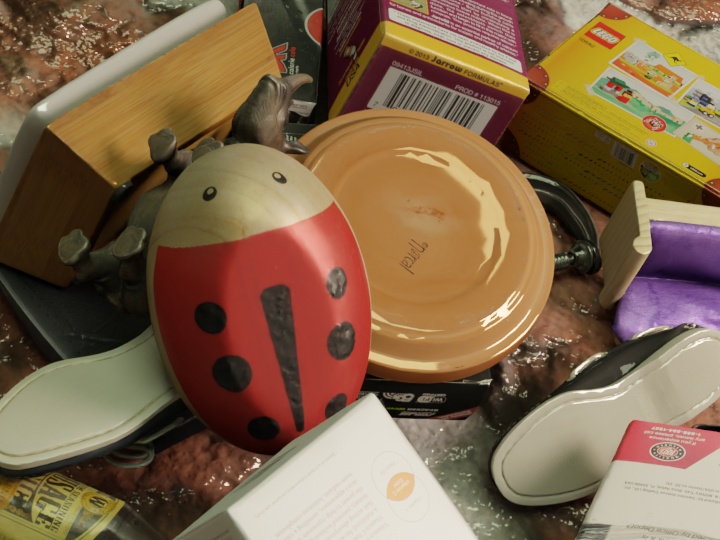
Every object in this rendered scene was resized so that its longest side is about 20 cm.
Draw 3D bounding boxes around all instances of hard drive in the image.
[{"bbox_3d":[-0.156,0.036,1.219,0.135,0.042,0.200,-26,57,-33],"label":"hard drive"}]

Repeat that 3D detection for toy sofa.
[{"bbox_3d":[0.281,0.004,1.309,0.199,0.083,0.098,6,58,-11],"label":"toy sofa"}]

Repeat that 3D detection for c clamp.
[{"bbox_3d":[0.103,-0.011,1.344,0.199,0.027,0.171,-17,46,-28],"label":"c clamp"}]

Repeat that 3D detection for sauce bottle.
[{"bbox_3d":[-0.171,0.161,1.077,0.199,0.066,0.066,21,45,6],"label":"sauce bottle"}]

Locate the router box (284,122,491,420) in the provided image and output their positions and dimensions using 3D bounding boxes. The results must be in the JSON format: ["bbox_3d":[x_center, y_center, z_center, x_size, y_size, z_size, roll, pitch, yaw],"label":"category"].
[{"bbox_3d":[0.000,0.000,1.198,0.149,0.062,0.201,4,60,-14],"label":"router box"}]

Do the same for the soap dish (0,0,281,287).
[{"bbox_3d":[-0.150,-0.084,1.206,0.081,0.157,0.200,46,51,7],"label":"soap dish"}]

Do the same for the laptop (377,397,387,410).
[{"bbox_3d":[0.022,0.208,1.048,0.103,0.201,0.177,1,29,44],"label":"laptop"}]

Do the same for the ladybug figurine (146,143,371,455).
[{"bbox_3d":[-0.054,0.026,1.056,0.135,0.201,0.072,-18,18,-12],"label":"ladybug figurine"}]

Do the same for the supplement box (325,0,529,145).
[{"bbox_3d":[0.048,-0.186,1.417,0.130,0.103,0.201,19,39,-18],"label":"supplement box"}]

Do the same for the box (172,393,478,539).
[{"bbox_3d":[0.003,0.192,0.976,0.124,0.097,0.200,-35,89,-39],"label":"box"}]

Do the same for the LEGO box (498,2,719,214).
[{"bbox_3d":[0.237,-0.113,1.436,0.200,0.077,0.149,34,48,19],"label":"LEGO box"}]

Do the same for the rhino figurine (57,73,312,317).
[{"bbox_3d":[-0.098,-0.053,1.118,0.060,0.088,0.200,33,74,30],"label":"rhino figurine"}]

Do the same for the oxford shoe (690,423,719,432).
[{"bbox_3d":[0.304,0.142,1.203,0.199,0.073,0.071,4,44,-10],"label":"oxford shoe"}]

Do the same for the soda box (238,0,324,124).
[{"bbox_3d":[-0.067,-0.180,1.439,0.070,0.064,0.201,8,45,-6],"label":"soda box"}]

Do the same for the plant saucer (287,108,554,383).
[{"bbox_3d":[0.032,-0.023,1.163,0.199,0.032,0.201,6,60,-10],"label":"plant saucer"}]

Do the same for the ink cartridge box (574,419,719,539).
[{"bbox_3d":[0.207,0.192,1.085,0.144,0.085,0.200,7,36,23],"label":"ink cartridge box"}]

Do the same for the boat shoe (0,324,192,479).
[{"bbox_3d":[-0.148,0.080,1.105,0.075,0.062,0.200,38,50,22],"label":"boat shoe"}]

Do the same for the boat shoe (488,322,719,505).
[{"bbox_3d":[0.165,0.095,1.225,0.199,0.074,0.060,-32,17,-18],"label":"boat shoe"}]
